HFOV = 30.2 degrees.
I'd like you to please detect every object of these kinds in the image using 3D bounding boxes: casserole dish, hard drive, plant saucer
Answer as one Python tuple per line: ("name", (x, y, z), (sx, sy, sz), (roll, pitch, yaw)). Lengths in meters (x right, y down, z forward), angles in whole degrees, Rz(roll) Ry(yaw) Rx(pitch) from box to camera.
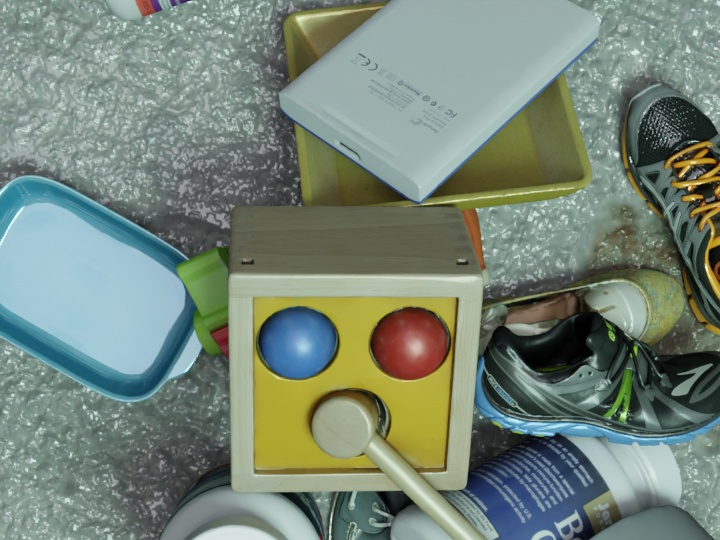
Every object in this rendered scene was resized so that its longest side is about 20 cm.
("casserole dish", (-0.205, 0.013, 0.996), (0.198, 0.039, 0.122), (29, 89, -1))
("hard drive", (0.057, -0.144, 0.943), (0.131, 0.026, 0.200), (35, 62, 25))
("plant saucer", (0.050, -0.111, 0.965), (0.197, 0.049, 0.202), (-6, 53, -3))

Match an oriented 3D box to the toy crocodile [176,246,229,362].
("toy crocodile", (-0.069, 0.067, 0.962), (0.067, 0.062, 0.201), (-18, 122, 14))

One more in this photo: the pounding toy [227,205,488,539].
("pounding toy", (0.007, 0.079, 0.863), (0.181, 0.143, 0.203), (0, 116, -4))

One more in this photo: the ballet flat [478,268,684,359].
("ballet flat", (0.153, 0.043, 0.997), (0.197, 0.071, 0.072), (-11, 90, -3))

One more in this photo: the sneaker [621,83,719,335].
("sneaker", (0.260, -0.048, 0.997), (0.078, 0.077, 0.202), (-26, 90, -1))

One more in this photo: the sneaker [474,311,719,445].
("sneaker", (0.178, 0.072, 0.940), (0.197, 0.071, 0.084), (3, 118, -8))

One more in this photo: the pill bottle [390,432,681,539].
("pill bottle", (0.130, 0.179, 0.956), (0.198, 0.111, 0.112), (-25, 91, -23))

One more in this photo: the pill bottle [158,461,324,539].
("pill bottle", (-0.081, 0.202, 0.919), (0.118, 0.200, 0.121), (0, 90, -2))

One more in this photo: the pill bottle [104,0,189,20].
("pill bottle", (-0.102, -0.262, 0.964), (0.198, 0.112, 0.114), (-19, 91, -3))

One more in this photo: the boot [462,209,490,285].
("boot", (0.000, 0.000, 0.990), (0.198, 0.075, 0.109), (-20, 96, -3))

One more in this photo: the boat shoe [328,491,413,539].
("boat shoe", (0.018, 0.167, 0.992), (0.072, 0.062, 0.203), (9, 90, -4))

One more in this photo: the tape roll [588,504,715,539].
("tape roll", (0.178, 0.259, 0.932), (0.200, 0.201, 0.066), (-40, 54, -2))
